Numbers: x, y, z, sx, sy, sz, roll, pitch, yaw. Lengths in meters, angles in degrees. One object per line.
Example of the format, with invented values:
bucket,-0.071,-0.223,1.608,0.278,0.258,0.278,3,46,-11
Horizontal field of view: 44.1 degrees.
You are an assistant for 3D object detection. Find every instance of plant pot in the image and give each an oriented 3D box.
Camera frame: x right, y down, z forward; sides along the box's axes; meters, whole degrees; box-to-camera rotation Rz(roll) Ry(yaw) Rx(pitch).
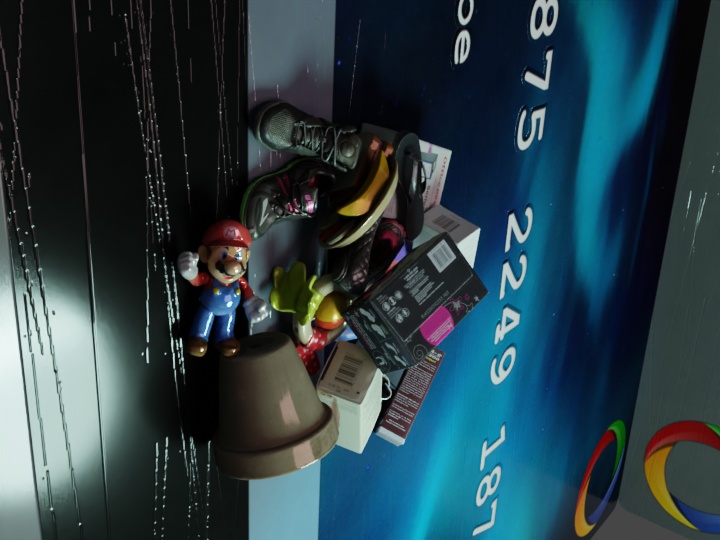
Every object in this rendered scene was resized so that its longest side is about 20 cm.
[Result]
plant pot,-0.144,0.196,1.366,0.199,0.197,0.178,-27,113,-47

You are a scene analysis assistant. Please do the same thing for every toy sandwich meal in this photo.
toy sandwich meal,-0.015,-0.129,1.423,0.070,0.204,0.207,38,71,-23

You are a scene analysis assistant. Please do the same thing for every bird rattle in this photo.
bird rattle,-0.067,0.082,1.457,0.161,0.112,0.204,-27,125,-29

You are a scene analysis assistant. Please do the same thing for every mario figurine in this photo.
mario figurine,-0.196,0.028,1.265,0.123,0.104,0.204,-22,126,-60

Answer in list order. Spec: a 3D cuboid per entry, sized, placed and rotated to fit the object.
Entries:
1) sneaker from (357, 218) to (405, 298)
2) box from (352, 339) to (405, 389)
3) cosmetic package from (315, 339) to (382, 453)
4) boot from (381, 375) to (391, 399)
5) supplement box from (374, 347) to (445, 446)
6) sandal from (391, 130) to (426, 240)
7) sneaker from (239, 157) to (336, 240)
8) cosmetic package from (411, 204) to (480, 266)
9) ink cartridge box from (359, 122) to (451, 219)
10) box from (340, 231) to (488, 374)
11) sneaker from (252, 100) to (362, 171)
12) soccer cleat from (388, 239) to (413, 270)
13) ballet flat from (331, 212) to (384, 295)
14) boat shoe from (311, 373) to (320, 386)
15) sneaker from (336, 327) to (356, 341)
sneaker,0.000,0.000,1.519,0.202,0.080,0.075,-56,-179,17
box,0.068,0.110,1.745,0.202,0.050,0.158,-61,146,-17
cosmetic package,-0.018,0.220,1.535,0.202,0.086,0.104,90,22,-55
boot,0.018,0.230,1.688,0.074,0.094,0.200,-61,146,-15
supplement box,0.100,0.252,1.813,0.109,0.060,0.203,103,12,-77
sandal,0.091,-0.145,1.509,0.076,0.042,0.203,-41,135,-38
sneaker,-0.109,-0.110,1.348,0.200,0.083,0.078,-44,137,-36
cosmetic package,0.149,-0.006,1.636,0.071,0.101,0.203,-32,143,-37
ink cartridge box,0.069,-0.166,1.584,0.199,0.086,0.148,6,100,-58
box,0.087,0.053,1.453,0.199,0.114,0.133,-41,97,-31
sneaker,-0.070,-0.202,1.339,0.198,0.113,0.078,11,95,-55
soccer cleat,0.083,-0.062,1.676,0.200,0.067,0.074,-42,133,-34
ballet flat,0.005,-0.052,1.441,0.056,0.066,0.203,33,62,-26
boat shoe,-0.117,0.262,1.527,0.200,0.070,0.065,-42,137,-41
sneaker,0.036,0.077,1.591,0.197,0.110,0.078,-16,100,-32
